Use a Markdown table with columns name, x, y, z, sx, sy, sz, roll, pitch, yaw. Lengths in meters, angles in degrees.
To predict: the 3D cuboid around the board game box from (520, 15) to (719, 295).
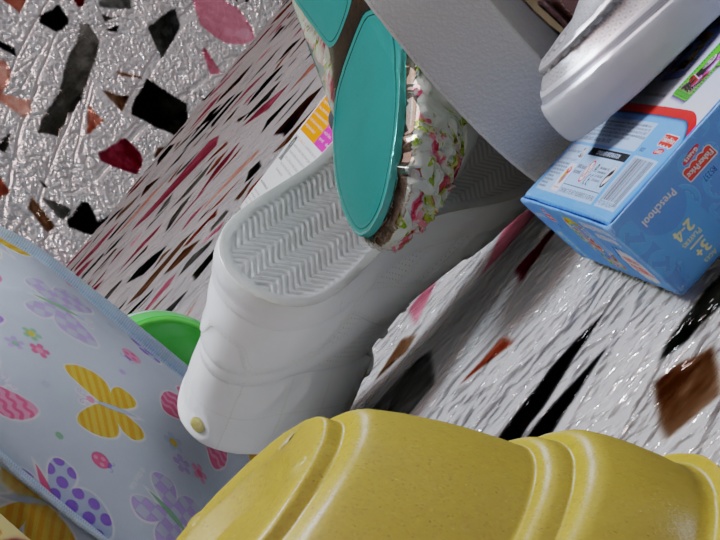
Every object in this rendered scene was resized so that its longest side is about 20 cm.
| name | x | y | z | sx | sy | sz | roll | pitch | yaw |
| --- | --- | --- | --- | --- | --- | --- | --- | --- | --- |
| board game box | 0.142 | -0.083 | 0.814 | 0.200 | 0.037 | 0.151 | -49 | 8 | 0 |

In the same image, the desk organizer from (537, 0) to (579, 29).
| name | x | y | z | sx | sy | sz | roll | pitch | yaw |
| --- | --- | --- | --- | --- | --- | --- | --- | --- | --- |
| desk organizer | 0.124 | -0.129 | 1.001 | 0.077 | 0.072 | 0.200 | -43 | 10 | 16 |

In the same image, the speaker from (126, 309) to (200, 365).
| name | x | y | z | sx | sy | sz | roll | pitch | yaw |
| --- | --- | --- | --- | --- | --- | --- | --- | --- | --- |
| speaker | -0.121 | 0.070 | 1.290 | 0.088 | 0.088 | 0.200 | -51 | 9 | -18 |

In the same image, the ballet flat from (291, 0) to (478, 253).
| name | x | y | z | sx | sy | sz | roll | pitch | yaw |
| --- | --- | --- | --- | --- | --- | --- | --- | --- | --- |
| ballet flat | 0.018 | -0.081 | 0.978 | 0.200 | 0.064 | 0.076 | -104 | 33 | -45 |

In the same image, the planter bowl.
| name | x | y | z | sx | sy | sz | roll | pitch | yaw |
| --- | --- | --- | --- | --- | --- | --- | --- | --- | --- |
| planter bowl | -0.009 | 0.095 | 0.610 | 0.200 | 0.083 | 0.200 | -46 | 9 | 9 |

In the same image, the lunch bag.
| name | x | y | z | sx | sy | sz | roll | pitch | yaw |
| --- | --- | --- | --- | --- | --- | --- | --- | --- | --- |
| lunch bag | -0.154 | 0.077 | 1.026 | 0.127 | 0.200 | 0.170 | -44 | 10 | 20 |

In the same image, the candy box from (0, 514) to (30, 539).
| name | x | y | z | sx | sy | sz | roll | pitch | yaw |
| --- | --- | --- | --- | --- | --- | --- | --- | --- | --- |
| candy box | -0.180 | 0.127 | 0.923 | 0.115 | 0.200 | 0.055 | -43 | 8 | 30 |

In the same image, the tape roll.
| name | x | y | z | sx | sy | sz | roll | pitch | yaw |
| --- | --- | --- | --- | --- | --- | --- | --- | --- | --- |
| tape roll | 0.035 | -0.119 | 0.947 | 0.037 | 0.203 | 0.203 | -36 | 11 | 16 |

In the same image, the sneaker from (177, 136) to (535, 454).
| name | x | y | z | sx | sy | sz | roll | pitch | yaw |
| --- | --- | --- | --- | --- | --- | --- | --- | --- | --- |
| sneaker | 0.000 | 0.000 | 1.026 | 0.200 | 0.074 | 0.116 | -30 | -27 | -41 |

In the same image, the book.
| name | x | y | z | sx | sy | sz | roll | pitch | yaw |
| --- | --- | --- | --- | --- | --- | --- | --- | --- | --- |
| book | 0.004 | -0.097 | 1.557 | 0.200 | 0.048 | 0.134 | -49 | 11 | 4 |

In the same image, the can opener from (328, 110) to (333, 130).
| name | x | y | z | sx | sy | sz | roll | pitch | yaw |
| --- | --- | --- | --- | --- | --- | --- | --- | --- | --- |
| can opener | 0.046 | -0.101 | 1.385 | 0.066 | 0.053 | 0.200 | -13 | -10 | -32 |

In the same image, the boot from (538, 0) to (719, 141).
| name | x | y | z | sx | sy | sz | roll | pitch | yaw |
| --- | --- | --- | --- | --- | --- | --- | --- | --- | --- |
| boot | 0.101 | -0.143 | 0.838 | 0.200 | 0.096 | 0.074 | -50 | 8 | -17 |
